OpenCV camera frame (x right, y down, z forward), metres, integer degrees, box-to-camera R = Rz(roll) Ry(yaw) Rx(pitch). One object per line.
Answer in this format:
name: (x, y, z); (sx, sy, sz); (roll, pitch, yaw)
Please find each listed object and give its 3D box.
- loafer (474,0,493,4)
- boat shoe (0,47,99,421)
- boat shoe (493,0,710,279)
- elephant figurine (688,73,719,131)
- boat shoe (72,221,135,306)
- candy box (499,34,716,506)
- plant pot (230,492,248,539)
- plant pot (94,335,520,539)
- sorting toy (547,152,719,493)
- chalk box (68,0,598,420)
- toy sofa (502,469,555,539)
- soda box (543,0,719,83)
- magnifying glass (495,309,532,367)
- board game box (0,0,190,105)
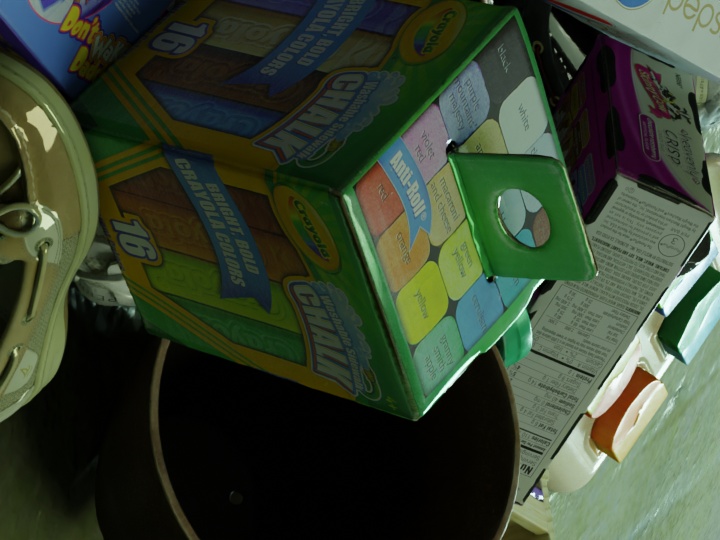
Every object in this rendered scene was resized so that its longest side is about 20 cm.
loafer: (0.028, -0.156, 1.352); (0.072, 0.063, 0.200); (-32, 163, 9)
boat shoe: (-0.157, -0.004, 1.146); (0.063, 0.073, 0.201); (-48, 163, -39)
boat shoe: (0.132, -0.070, 1.498); (0.202, 0.063, 0.074); (52, 48, -27)
elephant figurine: (0.188, -0.165, 1.637); (0.154, 0.200, 0.142); (-23, 111, -2)
boat shoe: (-0.102, -0.015, 1.252); (0.070, 0.071, 0.200); (-63, 160, 8)
candy box: (0.102, 0.000, 1.424); (0.201, 0.061, 0.137); (-58, -163, 31)
plant pot: (-0.044, 0.189, 1.552); (0.092, 0.202, 0.201); (-23, 172, 24)
plant pot: (-0.052, 0.096, 1.348); (0.187, 0.187, 0.200); (-48, -171, -29)
sorting toy: (0.166, 0.039, 1.649); (0.200, 0.036, 0.185); (-50, 157, -5)
chalk box: (0.002, -0.032, 1.126); (0.124, 0.199, 0.125); (-45, 133, -31)
toy sofa: (0.027, 0.104, 1.562); (0.200, 0.082, 0.098); (34, 41, -51)
soda box: (0.133, -0.152, 1.388); (0.199, 0.063, 0.069); (20, 93, -52)
magnifying glass: (0.039, 0.020, 1.388); (0.022, 0.080, 0.200); (-30, 178, -15)
board game box: (-0.104, -0.141, 1.123); (0.135, 0.045, 0.200); (-57, 159, -9)
